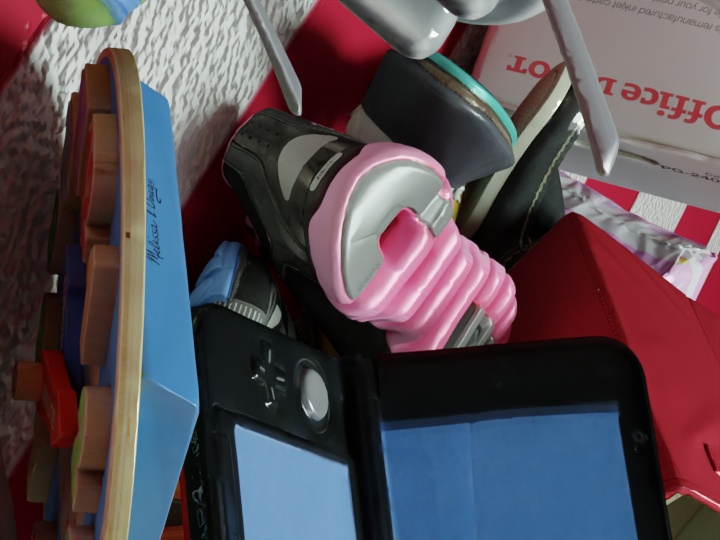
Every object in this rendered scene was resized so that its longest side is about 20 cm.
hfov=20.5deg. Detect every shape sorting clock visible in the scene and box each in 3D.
[{"bbox_3d":[-0.083,0.034,0.589,0.200,0.039,0.202,-172,-90,-74],"label":"shape sorting clock"}]

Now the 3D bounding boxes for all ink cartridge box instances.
[{"bbox_3d":[0.154,-0.141,0.987,0.083,0.144,0.201,57,51,-68],"label":"ink cartridge box"}]

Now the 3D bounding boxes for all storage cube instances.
[{"bbox_3d":[0.111,0.119,0.893,0.200,0.170,0.180,-45,-147,24],"label":"storage cube"}]

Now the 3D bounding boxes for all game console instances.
[{"bbox_3d":[0.030,0.111,0.683,0.172,0.118,0.202,29,49,-60],"label":"game console"}]

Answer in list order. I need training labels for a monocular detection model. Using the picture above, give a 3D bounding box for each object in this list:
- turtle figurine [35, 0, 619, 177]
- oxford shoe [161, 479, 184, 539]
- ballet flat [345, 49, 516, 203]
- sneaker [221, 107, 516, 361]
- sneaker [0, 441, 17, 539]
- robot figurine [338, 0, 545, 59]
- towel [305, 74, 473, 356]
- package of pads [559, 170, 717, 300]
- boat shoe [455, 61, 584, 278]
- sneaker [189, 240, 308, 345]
[{"bbox_3d":[-0.014,-0.145,0.571,0.144,0.198,0.196,-170,-81,-75],"label":"turtle figurine"},{"bbox_3d":[-0.057,0.098,0.760,0.201,0.071,0.073,74,6,-56],"label":"oxford shoe"},{"bbox_3d":[0.027,-0.055,0.843,0.200,0.072,0.074,-59,168,-84],"label":"ballet flat"},{"bbox_3d":[0.000,0.000,0.809,0.079,0.095,0.200,-53,149,-18],"label":"sneaker"},{"bbox_3d":[-0.142,0.059,0.532,0.201,0.071,0.080,86,27,-53],"label":"sneaker"},{"bbox_3d":[0.055,-0.175,0.757,0.169,0.113,0.201,-24,-151,56],"label":"robot figurine"},{"bbox_3d":[0.023,-0.027,0.977,0.200,0.018,0.087,-51,150,-42],"label":"towel"},{"bbox_3d":[0.093,0.051,1.046,0.075,0.120,0.201,-17,133,-55],"label":"package of pads"},{"bbox_3d":[0.074,-0.012,0.940,0.072,0.067,0.201,-64,177,-51],"label":"boat shoe"},{"bbox_3d":[-0.029,0.052,0.810,0.071,0.082,0.200,-62,159,-20],"label":"sneaker"}]
